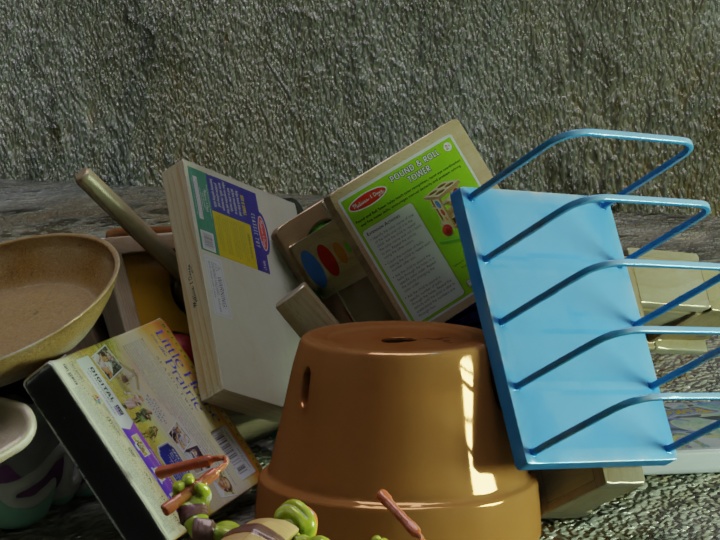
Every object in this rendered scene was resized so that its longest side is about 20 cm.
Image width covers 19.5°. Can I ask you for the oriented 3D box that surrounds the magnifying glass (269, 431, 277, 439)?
[{"bbox_3d":[-0.070,0.129,1.775,0.200,0.022,0.080,8,11,36],"label":"magnifying glass"}]

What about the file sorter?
[{"bbox_3d":[0.169,0.019,1.405,0.139,0.200,0.123,2,-23,-36],"label":"file sorter"}]

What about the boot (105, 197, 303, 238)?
[{"bbox_3d":[-0.127,0.042,1.803,0.200,0.189,0.068,-11,8,31],"label":"boot"}]

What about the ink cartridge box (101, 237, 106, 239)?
[{"bbox_3d":[-0.181,0.043,1.919,0.200,0.147,0.083,0,2,-10],"label":"ink cartridge box"}]

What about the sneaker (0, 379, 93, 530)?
[{"bbox_3d":[-0.230,0.099,1.526,0.078,0.140,0.200,3,9,11],"label":"sneaker"}]

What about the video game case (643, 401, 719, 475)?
[{"bbox_3d":[0.247,0.136,1.724,0.200,0.022,0.182,-1,8,-11],"label":"video game case"}]

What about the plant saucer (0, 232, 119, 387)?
[{"bbox_3d":[-0.258,0.037,1.464,0.200,0.035,0.200,-14,25,7],"label":"plant saucer"}]

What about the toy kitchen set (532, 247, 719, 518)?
[{"bbox_3d":[0.187,0.099,1.568,0.200,0.181,0.163,4,-25,-34],"label":"toy kitchen set"}]

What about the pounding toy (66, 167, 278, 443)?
[{"bbox_3d":[-0.148,0.032,1.652,0.184,0.200,0.142,-6,-17,-36],"label":"pounding toy"}]

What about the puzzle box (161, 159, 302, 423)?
[{"bbox_3d":[-0.085,0.021,1.611,0.025,0.200,0.133,-30,-32,31],"label":"puzzle box"}]

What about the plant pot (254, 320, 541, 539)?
[{"bbox_3d":[0.025,0.113,1.450,0.200,0.140,0.200,0,7,0],"label":"plant pot"}]

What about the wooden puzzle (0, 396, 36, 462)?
[{"bbox_3d":[-0.338,0.131,1.383,0.200,0.037,0.185,-36,29,-33],"label":"wooden puzzle"}]

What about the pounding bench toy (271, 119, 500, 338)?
[{"bbox_3d":[0.000,0.000,1.602,0.200,0.124,0.156,-33,2,-24],"label":"pounding bench toy"}]

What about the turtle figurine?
[{"bbox_3d":[-0.075,0.173,1.280,0.200,0.064,0.161,14,21,27],"label":"turtle figurine"}]

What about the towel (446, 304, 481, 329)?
[{"bbox_3d":[0.156,0.033,1.750,0.148,0.050,0.200,-25,-12,35],"label":"towel"}]

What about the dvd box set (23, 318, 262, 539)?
[{"bbox_3d":[-0.146,0.113,1.468,0.029,0.146,0.200,-35,-2,18],"label":"dvd box set"}]
